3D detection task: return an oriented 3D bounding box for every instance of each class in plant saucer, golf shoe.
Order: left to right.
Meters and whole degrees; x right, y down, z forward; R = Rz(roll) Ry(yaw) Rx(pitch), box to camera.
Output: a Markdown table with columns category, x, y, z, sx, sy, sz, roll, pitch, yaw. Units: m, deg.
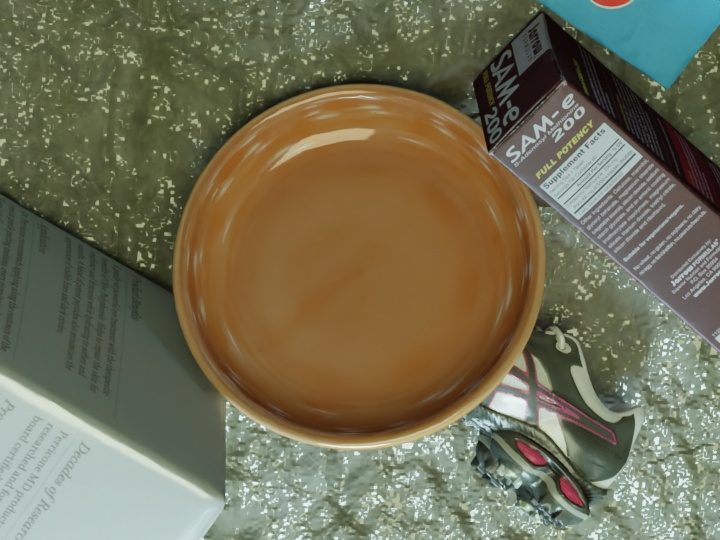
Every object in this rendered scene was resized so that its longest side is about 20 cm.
| category | x | y | z | sx | sy | sz | roll | pitch | yaw |
| --- | --- | --- | --- | --- | --- | --- | --- | --- | --- |
| plant saucer | 0.000 | 0.000 | 1.565 | 0.200 | 0.037 | 0.201 | -1 | 76 | 6 |
| golf shoe | 0.071 | 0.054 | 1.636 | 0.200 | 0.077 | 0.088 | 45 | 78 | -17 |

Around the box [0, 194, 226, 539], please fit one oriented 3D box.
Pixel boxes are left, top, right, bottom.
| category | x | y | z | sx | sy | sz | roll | pitch | yaw |
| --- | --- | --- | --- | --- | --- | --- | --- | --- | --- |
| box | -0.190 | 0.104 | 1.561 | 0.171 | 0.199 | 0.200 | 30 | 111 | -16 |

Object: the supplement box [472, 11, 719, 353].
| category | x | y | z | sx | sy | sz | roll | pitch | yaw |
| --- | --- | --- | --- | --- | --- | --- | --- | --- | --- |
| supplement box | 0.154 | -0.040 | 1.567 | 0.200 | 0.109 | 0.061 | 40 | 106 | -18 |

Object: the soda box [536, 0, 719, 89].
| category | x | y | z | sx | sy | sz | roll | pitch | yaw |
| --- | --- | --- | --- | --- | --- | --- | --- | --- | --- |
| soda box | 0.099 | -0.182 | 1.524 | 0.200 | 0.064 | 0.068 | 32 | 109 | -16 |
